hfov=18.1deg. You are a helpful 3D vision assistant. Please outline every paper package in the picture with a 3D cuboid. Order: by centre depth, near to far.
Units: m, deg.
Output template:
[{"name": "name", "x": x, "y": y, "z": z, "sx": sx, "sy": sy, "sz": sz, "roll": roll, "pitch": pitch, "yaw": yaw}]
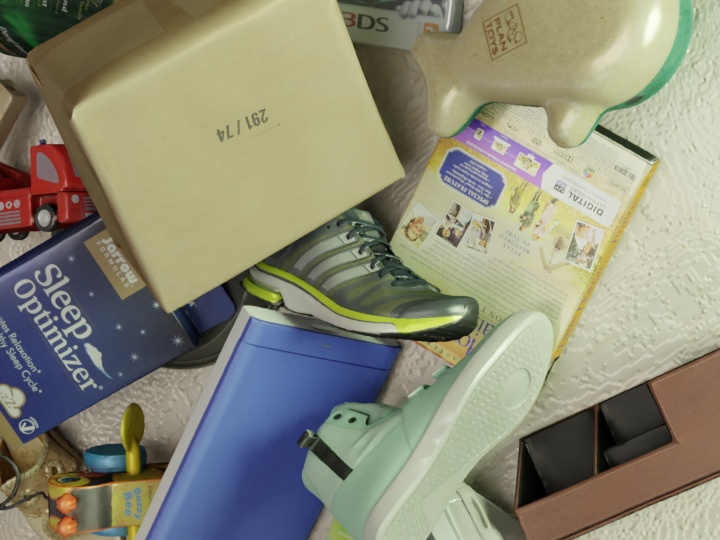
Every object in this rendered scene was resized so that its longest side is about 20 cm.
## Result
[{"name": "paper package", "x": -0.096, "y": -0.104, "z": 1.539, "sx": 0.200, "sy": 0.103, "sz": 0.191, "roll": -30, "pitch": 127, "yaw": -10}]

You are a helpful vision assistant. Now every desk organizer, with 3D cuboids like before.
[{"name": "desk organizer", "x": 0.194, "y": 0.118, "z": 1.545, "sx": 0.200, "sy": 0.072, "sz": 0.077, "roll": -27, "pitch": 84, "yaw": 24}]

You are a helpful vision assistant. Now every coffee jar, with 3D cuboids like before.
[{"name": "coffee jar", "x": -0.187, "y": -0.189, "z": 1.635, "sx": 0.200, "sy": 0.104, "sz": 0.086, "roll": 12, "pitch": 76, "yaw": 29}]

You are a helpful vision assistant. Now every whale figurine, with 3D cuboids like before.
[{"name": "whale figurine", "x": 0.132, "y": -0.153, "z": 1.516, "sx": 0.200, "sy": 0.104, "sz": 0.160, "roll": -25, "pitch": 70, "yaw": 32}]

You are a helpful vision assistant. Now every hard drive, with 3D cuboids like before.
[{"name": "hard drive", "x": -0.067, "y": 0.126, "z": 1.636, "sx": 0.025, "sy": 0.132, "sz": 0.200, "roll": 48, "pitch": 118, "yaw": 49}]

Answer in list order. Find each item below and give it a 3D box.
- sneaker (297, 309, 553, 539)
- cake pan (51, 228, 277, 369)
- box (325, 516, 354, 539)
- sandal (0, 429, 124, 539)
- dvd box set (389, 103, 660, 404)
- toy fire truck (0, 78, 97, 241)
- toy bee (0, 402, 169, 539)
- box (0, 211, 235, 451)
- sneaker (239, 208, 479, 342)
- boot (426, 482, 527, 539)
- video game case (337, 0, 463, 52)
[{"name": "sneaker", "x": 0.039, "y": 0.091, "z": 1.564, "sx": 0.201, "sy": 0.074, "sz": 0.118, "roll": -51, "pitch": 47, "yaw": -7}, {"name": "cake pan", "x": -0.149, "y": -0.022, "z": 1.694, "sx": 0.200, "sy": 0.037, "sz": 0.201, "roll": 4, "pitch": 100, "yaw": 24}, {"name": "box", "x": 0.017, "y": 0.291, "z": 1.670, "sx": 0.144, "sy": 0.036, "sz": 0.201, "roll": 25, "pitch": 106, "yaw": 18}, {"name": "sandal", "x": -0.263, "y": 0.149, "z": 1.753, "sx": 0.078, "sy": 0.070, "sz": 0.212, "roll": -29, "pitch": 86, "yaw": 25}, {"name": "dvd box set", "x": 0.102, "y": -0.024, "z": 1.585, "sx": 0.146, "sy": 0.029, "sz": 0.200, "roll": 30, "pitch": 108, "yaw": 17}, {"name": "toy fire truck", "x": -0.280, "y": -0.093, "z": 1.708, "sx": 0.200, "sy": 0.049, "sz": 0.142, "roll": -6, "pitch": 87, "yaw": 34}, {"name": "toy bee", "x": -0.187, "y": 0.176, "z": 1.668, "sx": 0.199, "sy": 0.109, "sz": 0.131, "roll": -22, "pitch": 99, "yaw": 1}, {"name": "box", "x": -0.204, "y": 0.034, "z": 1.650, "sx": 0.200, "sy": 0.032, "sz": 0.121, "roll": -30, "pitch": 105, "yaw": 12}, {"name": "sneaker", "x": 0.000, "y": 0.000, "z": 1.579, "sx": 0.200, "sy": 0.074, "sz": 0.081, "roll": 16, "pitch": 96, "yaw": 36}, {"name": "boot", "x": 0.070, "y": 0.184, "z": 1.611, "sx": 0.074, "sy": 0.095, "sz": 0.200, "roll": -58, "pitch": 41, "yaw": 34}, {"name": "video game case", "x": -0.007, "y": -0.262, "z": 1.602, "sx": 0.181, "sy": 0.023, "sz": 0.201, "roll": 11, "pitch": 102, "yaw": 22}]
